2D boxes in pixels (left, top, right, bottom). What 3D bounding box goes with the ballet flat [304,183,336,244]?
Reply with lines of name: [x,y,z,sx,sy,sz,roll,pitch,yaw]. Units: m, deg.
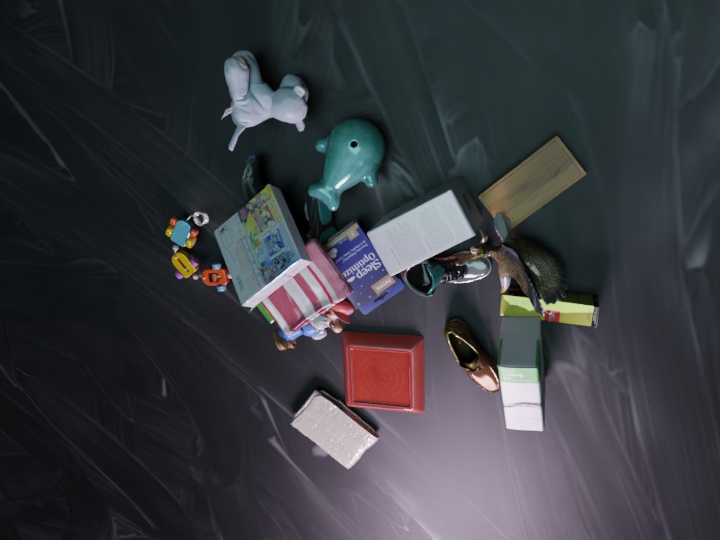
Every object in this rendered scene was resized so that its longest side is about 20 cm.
ballet flat: [-0.092,-0.101,1.560,0.072,0.073,0.202,0,114,15]

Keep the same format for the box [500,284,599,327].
box: [0.400,0.073,1.470,0.198,0.075,0.051,7,110,12]

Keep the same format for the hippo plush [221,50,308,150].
hippo plush: [-0.189,-0.370,1.437,0.159,0.201,0.160,0,130,7]

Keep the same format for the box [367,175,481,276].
box: [0.137,-0.094,1.445,0.199,0.152,0.107,-26,99,22]

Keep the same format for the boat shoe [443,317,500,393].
boat shoe: [0.249,0.204,1.557,0.072,0.068,0.200,-37,96,21]

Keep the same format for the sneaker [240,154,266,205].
sneaker: [-0.226,-0.164,1.576,0.081,0.073,0.202,5,118,5]

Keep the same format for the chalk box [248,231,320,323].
chalk box: [-0.184,0.026,1.590,0.199,0.125,0.124,-34,96,21]

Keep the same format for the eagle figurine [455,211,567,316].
eagle figurine: [0.319,-0.006,1.405,0.199,0.151,0.152,27,71,29]

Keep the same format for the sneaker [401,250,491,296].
sneaker: [0.177,0.004,1.483,0.198,0.121,0.084,-4,107,16]

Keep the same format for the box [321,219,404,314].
box: [0.000,0.000,1.546,0.121,0.032,0.200,-35,110,9]

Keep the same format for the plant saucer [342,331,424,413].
plant saucer: [0.051,0.249,1.646,0.198,0.037,0.201,2,108,14]

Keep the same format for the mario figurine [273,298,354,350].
mario figurine: [-0.097,0.133,1.593,0.199,0.124,0.106,-31,115,18]

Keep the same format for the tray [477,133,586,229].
tray: [0.350,-0.177,1.422,0.200,0.037,0.099,-38,95,22]

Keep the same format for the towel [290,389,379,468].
towel: [-0.067,0.393,1.728,0.200,0.034,0.133,39,115,-1]

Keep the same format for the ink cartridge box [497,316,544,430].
ink cartridge box: [0.343,0.219,1.462,0.084,0.147,0.201,-1,129,18]

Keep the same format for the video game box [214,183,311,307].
video game box: [-0.215,-0.053,1.498,0.182,0.047,0.201,-37,64,24]

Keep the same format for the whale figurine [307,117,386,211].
whale figurine: [-0.031,-0.226,1.453,0.159,0.104,0.201,36,91,2]

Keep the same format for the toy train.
toy train: [-0.383,-0.048,1.662,0.149,0.056,0.202,-7,109,16]

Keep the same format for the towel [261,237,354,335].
towel: [-0.130,0.039,1.502,0.199,0.023,0.144,-34,96,22]
